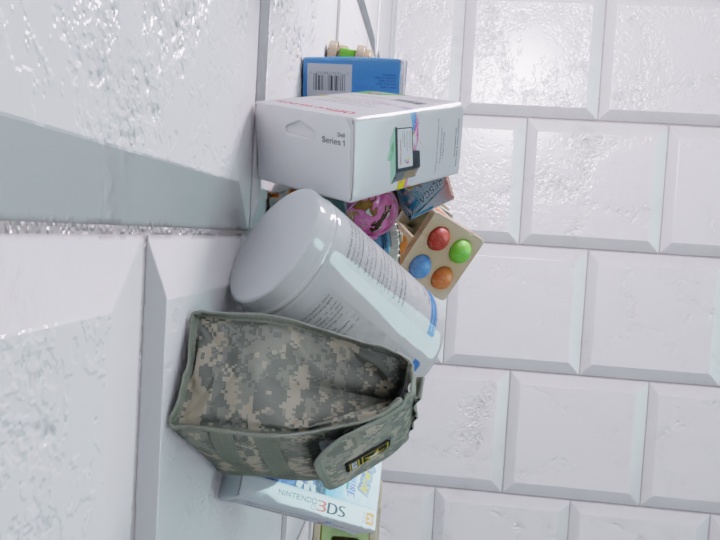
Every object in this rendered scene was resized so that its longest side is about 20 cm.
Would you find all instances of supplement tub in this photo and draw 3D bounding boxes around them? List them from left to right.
[{"bbox_3d":[-0.018,0.029,0.737,0.199,0.130,0.134,41,39,-31],"label":"supplement tub"}]

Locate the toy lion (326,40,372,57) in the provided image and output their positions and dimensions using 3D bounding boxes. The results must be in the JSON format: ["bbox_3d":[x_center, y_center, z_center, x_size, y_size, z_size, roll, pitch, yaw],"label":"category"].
[{"bbox_3d":[-0.030,-0.296,1.293,0.200,0.067,0.197,-68,167,-75],"label":"toy lion"}]

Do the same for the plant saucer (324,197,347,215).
[{"bbox_3d":[-0.052,-0.063,0.969,0.200,0.027,0.206,164,-89,-75],"label":"plant saucer"}]

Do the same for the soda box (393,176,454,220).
[{"bbox_3d":[0.054,-0.148,0.979,0.201,0.067,0.065,-118,-174,-55],"label":"soda box"}]

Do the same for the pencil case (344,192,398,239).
[{"bbox_3d":[-0.018,-0.130,0.980,0.087,0.082,0.202,48,10,-47],"label":"pencil case"}]

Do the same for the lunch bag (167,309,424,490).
[{"bbox_3d":[-0.044,0.120,0.640,0.165,0.194,0.121,84,11,-65],"label":"lunch bag"}]

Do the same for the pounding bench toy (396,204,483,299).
[{"bbox_3d":[0.135,-0.037,1.277,0.126,0.197,0.156,-55,-143,13],"label":"pounding bench toy"}]

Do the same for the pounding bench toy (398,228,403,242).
[{"bbox_3d":[0.000,0.000,1.106,0.200,0.121,0.160,-126,-145,-65],"label":"pounding bench toy"}]

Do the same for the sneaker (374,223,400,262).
[{"bbox_3d":[-0.013,-0.083,1.035,0.080,0.088,0.202,90,-19,-45],"label":"sneaker"}]

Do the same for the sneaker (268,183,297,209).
[{"bbox_3d":[-0.065,-0.007,0.885,0.077,0.076,0.206,126,-43,-81],"label":"sneaker"}]

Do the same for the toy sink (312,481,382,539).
[{"bbox_3d":[-0.026,0.513,1.470,0.112,0.126,0.206,76,19,-71],"label":"toy sink"}]

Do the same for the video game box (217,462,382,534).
[{"bbox_3d":[-0.049,0.162,0.793,0.180,0.046,0.205,27,59,-35],"label":"video game box"}]

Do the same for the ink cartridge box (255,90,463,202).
[{"bbox_3d":[0.001,-0.143,0.807,0.198,0.142,0.086,-20,119,-47],"label":"ink cartridge box"}]

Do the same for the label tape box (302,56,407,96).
[{"bbox_3d":[-0.002,-0.286,1.107,0.200,0.139,0.068,-64,156,-75],"label":"label tape box"}]
